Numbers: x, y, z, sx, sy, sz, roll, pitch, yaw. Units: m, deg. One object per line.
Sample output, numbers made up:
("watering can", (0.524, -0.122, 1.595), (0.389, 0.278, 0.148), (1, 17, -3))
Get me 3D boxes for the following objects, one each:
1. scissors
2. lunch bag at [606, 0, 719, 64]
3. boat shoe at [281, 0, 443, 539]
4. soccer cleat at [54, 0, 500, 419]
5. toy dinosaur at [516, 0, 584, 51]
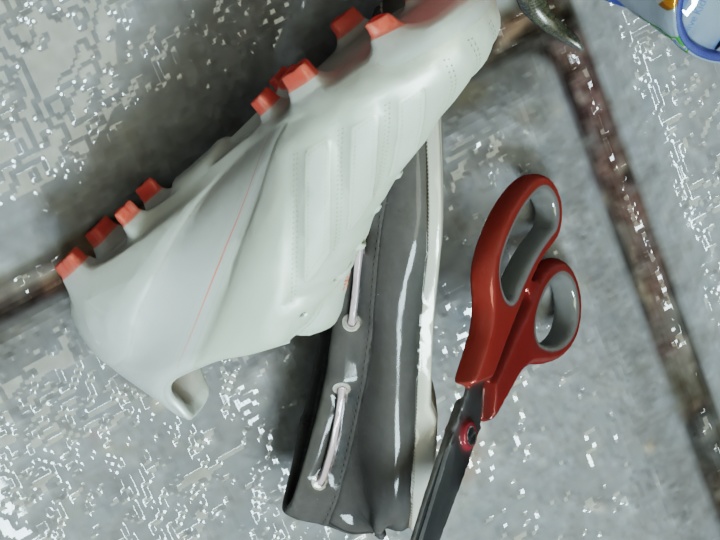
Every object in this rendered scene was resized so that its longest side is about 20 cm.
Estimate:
("scissors", (0.036, 0.044, 0.780), (0.200, 0.014, 0.073), (-55, 136, -42))
("lunch bag", (0.167, -0.168, 0.770), (0.160, 0.076, 0.201), (4, 116, -38))
("boat shoe", (0.000, 0.000, 0.784), (0.057, 0.067, 0.201), (0, 102, -1))
("soccer cleat", (-0.018, -0.024, 0.730), (0.200, 0.069, 0.078), (-37, 100, 31))
("toy dinosaur", (0.043, -0.156, 0.755), (0.102, 0.077, 0.200), (-40, 112, 0))
